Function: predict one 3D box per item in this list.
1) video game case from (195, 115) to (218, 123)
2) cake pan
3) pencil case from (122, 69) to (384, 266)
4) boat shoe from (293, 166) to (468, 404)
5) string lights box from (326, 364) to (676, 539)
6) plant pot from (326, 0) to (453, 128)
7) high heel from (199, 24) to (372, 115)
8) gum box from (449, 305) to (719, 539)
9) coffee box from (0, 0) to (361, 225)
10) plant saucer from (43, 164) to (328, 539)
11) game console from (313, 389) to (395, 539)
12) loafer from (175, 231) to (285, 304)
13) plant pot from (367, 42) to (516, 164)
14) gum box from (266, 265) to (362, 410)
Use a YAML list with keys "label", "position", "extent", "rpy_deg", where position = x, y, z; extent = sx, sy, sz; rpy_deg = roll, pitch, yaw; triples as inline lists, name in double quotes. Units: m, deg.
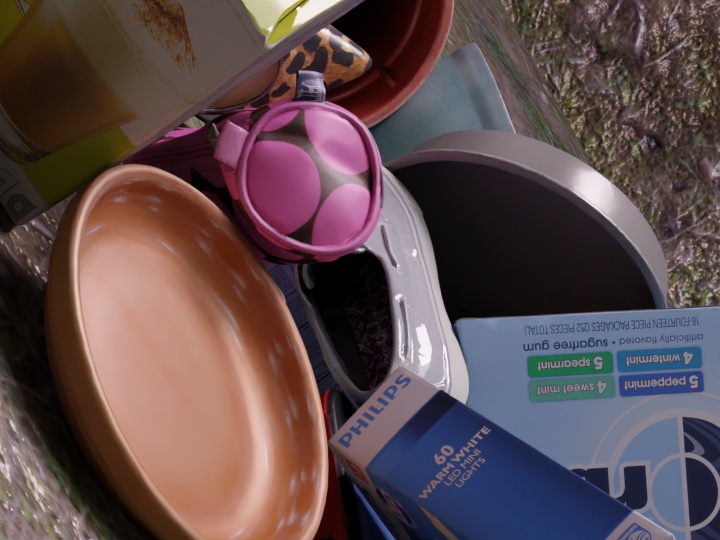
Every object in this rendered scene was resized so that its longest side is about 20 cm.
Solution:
- label: "video game case"
  position: [-0.032, -0.060, 1.723]
  extent: [0.182, 0.022, 0.200]
  rpy_deg: [34, 1, 42]
- label: "cake pan"
  position: [0.090, -0.004, 1.604]
  extent: [0.201, 0.200, 0.037]
  rpy_deg: [52, 49, -26]
- label: "pencil case"
  position: [-0.063, -0.046, 1.459]
  extent: [0.093, 0.091, 0.200]
  rpy_deg: [12, -9, -22]
- label: "boat shoe"
  position: [-0.001, 0.001, 1.505]
  extent: [0.071, 0.070, 0.201]
  rpy_deg: [35, 25, -46]
- label: "string lights box"
  position: [0.082, 0.132, 1.349]
  extent: [0.200, 0.059, 0.103]
  rpy_deg: [30, -19, 46]
- label: "plant pot"
  position: [-0.050, -0.206, 1.901]
  extent: [0.201, 0.200, 0.195]
  rpy_deg: [54, 3, -19]
- label: "high heel"
  position: [-0.084, -0.101, 1.503]
  extent: [0.143, 0.199, 0.072]
  rpy_deg: [-110, -154, -66]
- label: "gum box"
  position: [0.138, 0.123, 1.515]
  extent: [0.045, 0.169, 0.201]
  rpy_deg: [148, -61, -80]
- label: "coffee box"
  position: [-0.104, -0.179, 1.347]
  extent: [0.200, 0.197, 0.200]
  rpy_deg: [57, 41, -3]
- label: "plant saucer"
  position: [-0.085, 0.049, 1.302]
  extent: [0.200, 0.037, 0.201]
  rpy_deg: [43, 34, -39]
- label: "game console"
  position: [0.020, 0.176, 1.440]
  extent: [0.177, 0.031, 0.201]
  rpy_deg: [52, 22, -44]
- label: "loafer"
  position: [-0.063, 0.038, 1.442]
  extent: [0.200, 0.070, 0.070]
  rpy_deg: [45, 16, -47]
- label: "plant pot"
  position: [0.047, -0.038, 1.898]
  extent: [0.200, 0.133, 0.201]
  rpy_deg: [161, -90, -89]
- label: "gum box"
  position: [-0.021, 0.034, 1.636]
  extent: [0.201, 0.044, 0.170]
  rpy_deg: [59, 11, 24]
